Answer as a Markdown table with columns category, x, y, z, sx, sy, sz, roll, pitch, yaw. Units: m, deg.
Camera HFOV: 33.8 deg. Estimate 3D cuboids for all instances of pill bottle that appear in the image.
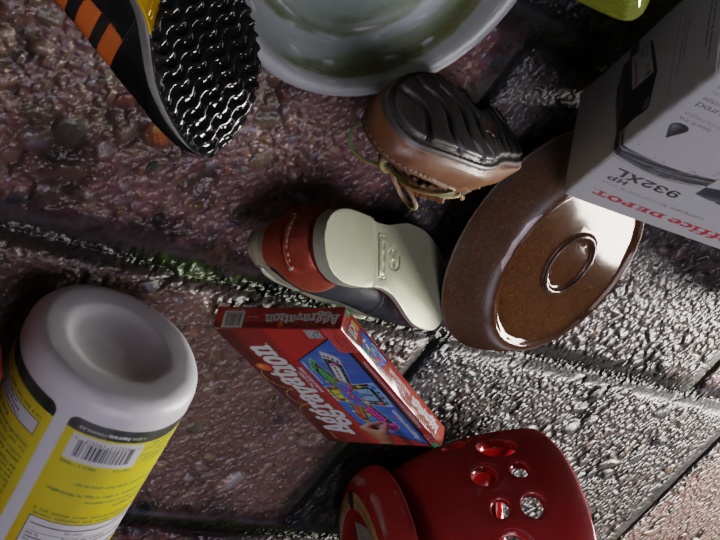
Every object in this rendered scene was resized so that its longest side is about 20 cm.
| category | x | y | z | sx | sy | sz | roll | pitch | yaw |
| --- | --- | --- | --- | --- | --- | --- | --- | --- | --- |
| pill bottle | -0.194 | 0.118 | 0.765 | 0.112 | 0.113 | 0.201 | 9 | 126 | -38 |

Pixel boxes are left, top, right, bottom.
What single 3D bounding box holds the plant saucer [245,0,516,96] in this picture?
| category | x | y | z | sx | sy | sz | roll | pitch | yaw |
| --- | --- | --- | --- | --- | --- | --- | --- | --- | --- |
| plant saucer | 0.011 | -0.190 | 0.639 | 0.198 | 0.050 | 0.201 | -17 | 138 | -16 |

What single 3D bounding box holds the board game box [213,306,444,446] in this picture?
| category | x | y | z | sx | sy | sz | roll | pitch | yaw |
| --- | --- | --- | --- | --- | --- | --- | --- | --- | --- |
| board game box | -0.018 | 0.082 | 0.878 | 0.102 | 0.020 | 0.200 | 0 | 150 | 27 |

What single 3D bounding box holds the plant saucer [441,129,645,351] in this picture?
| category | x | y | z | sx | sy | sz | roll | pitch | yaw |
| --- | --- | --- | --- | --- | --- | --- | --- | --- | --- |
| plant saucer | 0.148 | -0.013 | 0.892 | 0.199 | 0.034 | 0.202 | -25 | 138 | -25 |

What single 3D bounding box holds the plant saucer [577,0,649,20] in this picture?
| category | x | y | z | sx | sy | sz | roll | pitch | yaw |
| --- | --- | --- | --- | --- | --- | --- | --- | --- | --- |
| plant saucer | 0.087 | -0.240 | 0.528 | 0.198 | 0.048 | 0.202 | 21 | 103 | -11 |

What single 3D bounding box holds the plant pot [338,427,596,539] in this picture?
| category | x | y | z | sx | sy | sz | roll | pitch | yaw |
| --- | --- | --- | --- | --- | --- | --- | --- | --- | --- |
| plant pot | 0.083 | 0.247 | 1.027 | 0.180 | 0.202 | 0.202 | -5 | 135 | -16 |

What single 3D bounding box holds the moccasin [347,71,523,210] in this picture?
| category | x | y | z | sx | sy | sz | roll | pitch | yaw |
| --- | --- | --- | --- | --- | --- | --- | --- | --- | --- |
| moccasin | 0.041 | -0.074 | 0.725 | 0.077 | 0.074 | 0.201 | -32 | 177 | 17 |

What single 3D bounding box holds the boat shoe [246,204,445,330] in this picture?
| category | x | y | z | sx | sy | sz | roll | pitch | yaw |
| --- | --- | --- | --- | --- | --- | --- | --- | --- | --- |
| boat shoe | 0.000 | 0.000 | 0.818 | 0.062 | 0.072 | 0.199 | -6 | 167 | 29 |

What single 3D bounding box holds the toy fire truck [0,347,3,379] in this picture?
| category | x | y | z | sx | sy | sz | roll | pitch | yaw |
| --- | --- | --- | --- | --- | --- | --- | --- | --- | --- |
| toy fire truck | -0.315 | 0.058 | 0.662 | 0.198 | 0.113 | 0.168 | 9 | 150 | -37 |

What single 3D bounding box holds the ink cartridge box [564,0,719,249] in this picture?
| category | x | y | z | sx | sy | sz | roll | pitch | yaw |
| --- | --- | --- | --- | --- | --- | --- | --- | --- | --- |
| ink cartridge box | 0.237 | -0.092 | 0.747 | 0.144 | 0.085 | 0.200 | 18 | 161 | -10 |

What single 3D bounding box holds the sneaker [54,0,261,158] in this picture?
| category | x | y | z | sx | sy | sz | roll | pitch | yaw |
| --- | --- | --- | --- | --- | --- | --- | --- | --- | --- |
| sneaker | -0.118 | -0.143 | 0.581 | 0.070 | 0.089 | 0.201 | -50 | 141 | -21 |
